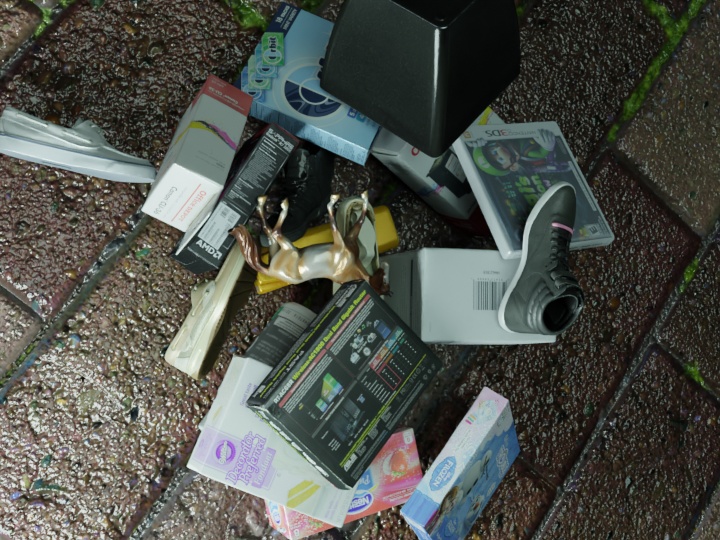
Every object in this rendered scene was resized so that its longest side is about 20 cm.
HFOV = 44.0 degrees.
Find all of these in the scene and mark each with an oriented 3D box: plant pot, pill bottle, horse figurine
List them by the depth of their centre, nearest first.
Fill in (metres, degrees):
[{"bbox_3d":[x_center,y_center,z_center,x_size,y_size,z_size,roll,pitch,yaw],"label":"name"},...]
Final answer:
[{"bbox_3d":[-0.061,-0.029,1.106,0.199,0.050,0.133,-4,106,-3],"label":"horse figurine"},{"bbox_3d":[0.082,-0.301,1.114,0.200,0.178,0.200,35,65,18],"label":"plant pot"},{"bbox_3d":[-0.113,0.150,1.165,0.113,0.113,0.200,41,72,-13],"label":"pill bottle"}]

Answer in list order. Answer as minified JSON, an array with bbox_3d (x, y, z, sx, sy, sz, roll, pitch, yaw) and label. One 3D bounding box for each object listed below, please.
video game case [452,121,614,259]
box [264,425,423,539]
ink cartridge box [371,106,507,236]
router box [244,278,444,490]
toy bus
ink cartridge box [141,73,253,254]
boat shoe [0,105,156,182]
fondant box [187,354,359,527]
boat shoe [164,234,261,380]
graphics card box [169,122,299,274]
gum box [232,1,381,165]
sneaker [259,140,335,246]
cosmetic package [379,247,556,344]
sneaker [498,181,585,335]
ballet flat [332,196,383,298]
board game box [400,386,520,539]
[{"bbox_3d":[0.230,-0.114,1.202,0.181,0.023,0.201,-8,64,-28],"label":"video game case"},{"bbox_3d":[-0.027,0.277,1.195,0.199,0.103,0.095,-13,91,-23],"label":"box"},{"bbox_3d":[0.135,-0.165,1.270,0.200,0.083,0.146,37,84,-30],"label":"ink cartridge box"},{"bbox_3d":[-0.016,0.133,1.055,0.150,0.062,0.200,47,67,-17],"label":"router box"},{"bbox_3d":[-0.053,-0.028,1.222,0.199,0.078,0.065,-19,92,-22],"label":"toy bus"},{"bbox_3d":[-0.207,-0.132,1.113,0.067,0.116,0.201,26,51,-20],"label":"ink cartridge box"},{"bbox_3d":[-0.352,-0.158,1.120,0.199,0.074,0.066,13,85,-21],"label":"boat shoe"},{"bbox_3d":[-0.088,0.208,1.082,0.199,0.058,0.145,27,77,-22],"label":"fondant box"},{"bbox_3d":[-0.192,0.039,1.155,0.065,0.072,0.201,25,93,13],"label":"boat shoe"},{"bbox_3d":[-0.166,-0.091,1.159,0.051,0.125,0.201,35,74,-18],"label":"graphics card box"},{"bbox_3d":[-0.052,-0.256,1.212,0.199,0.045,0.171,24,65,1],"label":"gum box"},{"bbox_3d":[-0.085,-0.115,1.195,0.200,0.060,0.105,-45,130,-53],"label":"sneaker"},{"bbox_3d":[0.130,0.039,1.223,0.198,0.200,0.124,2,87,-21],"label":"cosmetic package"},{"bbox_3d":[0.244,-0.008,1.092,0.070,0.099,0.201,20,91,-30],"label":"sneaker"},{"bbox_3d":[0.000,0.000,1.159,0.069,0.069,0.201,-3,84,-21],"label":"ballet flat"},{"bbox_3d":[0.144,0.285,1.222,0.043,0.200,0.199,27,71,27],"label":"board game box"}]
